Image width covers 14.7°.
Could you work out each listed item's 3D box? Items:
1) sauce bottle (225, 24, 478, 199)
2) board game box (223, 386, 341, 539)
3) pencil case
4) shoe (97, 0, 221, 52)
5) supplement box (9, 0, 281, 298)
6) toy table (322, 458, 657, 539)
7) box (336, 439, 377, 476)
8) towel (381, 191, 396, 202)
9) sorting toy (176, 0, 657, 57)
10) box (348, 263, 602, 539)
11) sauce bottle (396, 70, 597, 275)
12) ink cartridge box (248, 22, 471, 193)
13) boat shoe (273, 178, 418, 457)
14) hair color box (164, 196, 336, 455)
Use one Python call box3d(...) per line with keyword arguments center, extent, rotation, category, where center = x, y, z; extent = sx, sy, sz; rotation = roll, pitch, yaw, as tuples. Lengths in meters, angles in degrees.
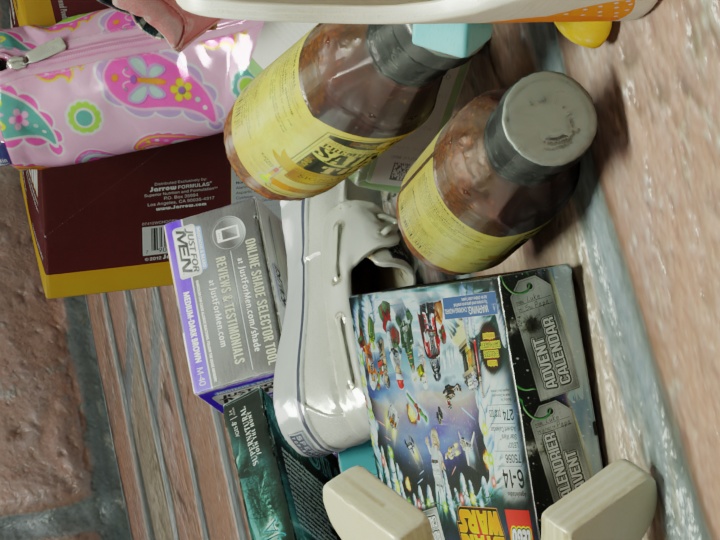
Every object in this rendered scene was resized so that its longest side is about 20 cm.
box3d(center=(-0.002, -0.084, 1.258), extent=(0.200, 0.066, 0.066), rotation=(148, 114, -66), category="sauce bottle")
box3d(center=(-0.004, 0.165, 1.544), extent=(0.200, 0.028, 0.135), rotation=(46, -159, -46), category="board game box")
box3d(center=(-0.120, -0.115, 1.600), extent=(0.087, 0.200, 0.088), rotation=(-10, -90, -83), category="pencil case")
box3d(center=(-0.082, -0.158, 1.457), extent=(0.091, 0.071, 0.200), rotation=(-58, -21, 3), category="shoe")
box3d(center=(-0.116, -0.110, 1.762), extent=(0.133, 0.197, 0.200), rotation=(-110, 17, -50), category="supplement box")
box3d(center=(0.052, 0.167, 1.155), extent=(0.200, 0.184, 0.117), rotation=(21, 137, 34), category="toy table")
box3d(center=(0.006, 0.066, 1.558), extent=(0.200, 0.049, 0.082), rotation=(-102, -2, -46), category="box")
box3d(center=(0.001, -0.146, 1.557), extent=(0.200, 0.034, 0.133), rotation=(94, 165, -49), category="towel")
box3d(center=(0.005, -0.160, 1.125), extent=(0.107, 0.180, 0.200), rotation=(101, 159, -59), category="sorting toy")
box3d(center=(0.054, 0.071, 1.322), extent=(0.200, 0.040, 0.137), rotation=(169, 91, -70), category="box")
box3d(center=(0.061, -0.043, 1.226), extent=(0.200, 0.066, 0.066), rotation=(138, 124, -78), category="sauce bottle")
box3d(center=(0.015, -0.158, 1.388), extent=(0.146, 0.048, 0.200), rotation=(49, 125, 53), category="ink cartridge box")
box3d(center=(0.000, 0.000, 1.484), extent=(0.071, 0.070, 0.200), rotation=(38, -132, -44), category="boat shoe")
box3d(center=(-0.049, 0.041, 1.681), extent=(0.200, 0.065, 0.109), rotation=(48, -152, -67), category="hair color box")
